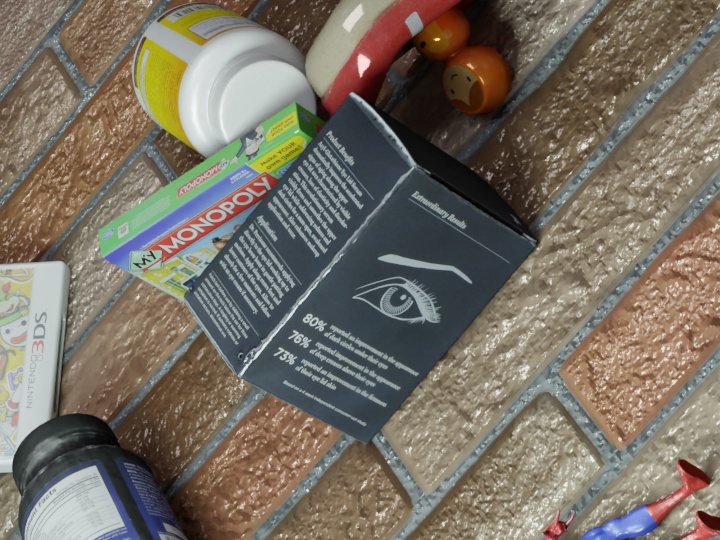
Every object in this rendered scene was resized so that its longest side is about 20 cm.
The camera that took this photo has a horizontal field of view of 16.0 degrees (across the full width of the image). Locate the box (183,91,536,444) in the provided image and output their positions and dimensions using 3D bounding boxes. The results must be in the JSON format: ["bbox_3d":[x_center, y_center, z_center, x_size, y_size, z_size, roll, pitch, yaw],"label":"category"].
[{"bbox_3d":[0.000,0.000,1.822,0.200,0.148,0.104,-49,44,10],"label":"box"}]

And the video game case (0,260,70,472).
[{"bbox_3d":[-0.344,0.082,2.121,0.199,0.023,0.183,-3,63,11],"label":"video game case"}]

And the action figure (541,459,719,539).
[{"bbox_3d":[0.142,0.196,1.663,0.200,0.052,0.066,-39,51,24],"label":"action figure"}]

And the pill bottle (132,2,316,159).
[{"bbox_3d":[-0.101,-0.140,1.979,0.110,0.109,0.200,-58,24,2],"label":"pill bottle"}]

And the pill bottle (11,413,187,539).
[{"bbox_3d":[-0.190,0.203,1.916,0.112,0.112,0.200,-47,44,14],"label":"pill bottle"}]

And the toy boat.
[{"bbox_3d":[0.059,-0.171,1.885,0.200,0.131,0.131,-37,-1,-9],"label":"toy boat"}]

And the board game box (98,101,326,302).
[{"bbox_3d":[-0.079,-0.041,1.925,0.199,0.134,0.029,-31,51,28],"label":"board game box"}]
